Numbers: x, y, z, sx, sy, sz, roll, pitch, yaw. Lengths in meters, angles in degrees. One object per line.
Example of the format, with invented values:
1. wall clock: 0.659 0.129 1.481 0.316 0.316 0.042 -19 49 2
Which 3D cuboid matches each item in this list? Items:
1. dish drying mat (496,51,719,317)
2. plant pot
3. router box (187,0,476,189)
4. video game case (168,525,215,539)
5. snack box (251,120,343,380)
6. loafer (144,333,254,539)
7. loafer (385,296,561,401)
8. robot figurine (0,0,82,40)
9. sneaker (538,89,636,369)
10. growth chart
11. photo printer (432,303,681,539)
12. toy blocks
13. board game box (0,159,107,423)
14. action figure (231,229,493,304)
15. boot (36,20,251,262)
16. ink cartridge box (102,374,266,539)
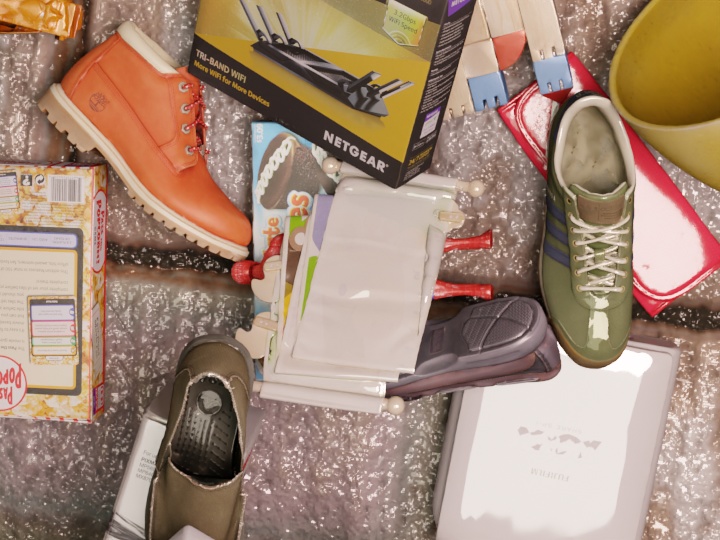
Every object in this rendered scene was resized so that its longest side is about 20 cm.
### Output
1. dish drying mat: 0.192 -0.065 1.283 0.077 0.018 0.201 -37 92 7
2. plant pot: 0.296 -0.124 1.196 0.199 0.200 0.142 -35 122 8
3. router box: -0.023 -0.175 1.209 0.199 0.052 0.158 30 126 21
4. video game case: -0.103 0.279 1.189 0.199 0.023 0.182 35 118 -26
5. snack box: -0.025 -0.015 1.298 0.115 0.037 0.202 0 97 5
6. loafer: -0.115 0.147 1.164 0.074 0.070 0.202 4 98 1
7. loafer: 0.053 0.071 1.235 0.199 0.072 0.063 -11 132 29
8. robot figurine: -0.304 -0.249 1.283 0.198 0.058 0.146 16 98 2
9. sneaker: 0.165 -0.034 1.211 0.066 0.090 0.202 -2 80 0
10. growth chart: -0.006 0.009 1.216 0.144 0.018 0.202 15 75 16
11. photo printer: 0.145 0.139 1.286 0.165 0.069 0.202 12 98 4
12. toy blocks: 0.072 -0.178 1.250 0.198 0.100 0.138 -13 106 10
13. board game box: -0.277 0.014 1.319 0.150 0.046 0.202 3 97 4
14. action figure: 0.000 0.000 1.255 0.198 0.052 0.066 0 92 8
15. boot: -0.141 -0.098 1.283 0.200 0.075 0.107 44 94 0
16. ink cartridge box: -0.146 0.197 1.281 0.083 0.144 0.202 18 99 0
